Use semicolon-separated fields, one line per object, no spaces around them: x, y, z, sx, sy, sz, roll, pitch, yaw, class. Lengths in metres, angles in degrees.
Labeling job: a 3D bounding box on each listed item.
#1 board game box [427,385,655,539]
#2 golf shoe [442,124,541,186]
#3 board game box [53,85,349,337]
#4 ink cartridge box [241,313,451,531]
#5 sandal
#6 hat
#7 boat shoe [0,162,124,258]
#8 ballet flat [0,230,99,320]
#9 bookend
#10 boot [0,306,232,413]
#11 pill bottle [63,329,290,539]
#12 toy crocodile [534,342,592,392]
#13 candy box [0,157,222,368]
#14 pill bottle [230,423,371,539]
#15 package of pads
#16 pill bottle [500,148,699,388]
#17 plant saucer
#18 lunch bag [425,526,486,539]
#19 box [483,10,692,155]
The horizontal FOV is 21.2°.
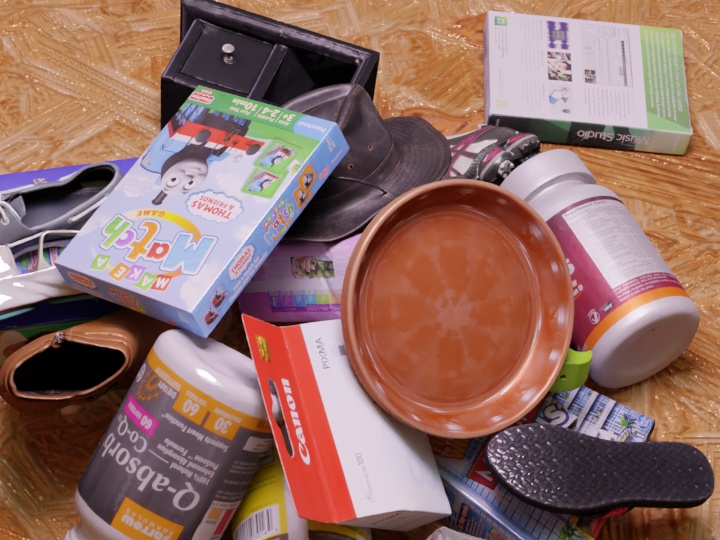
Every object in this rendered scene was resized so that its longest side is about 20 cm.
0.120;0.149;1.587;0.199;0.062;0.200;25;53;11;board game box
0.075;-0.074;1.762;0.199;0.077;0.088;-26;39;-28;golf shoe
-0.124;-0.051;1.510;0.151;0.037;0.200;18;61;35;board game box
-0.009;0.112;1.457;0.047;0.200;0.161;-23;72;19;ink cartridge box
0.187;0.167;1.523;0.199;0.045;0.075;7;56;-22;sandal
-0.029;-0.104;1.595;0.200;0.081;0.201;-13;29;7;hat
-0.287;-0.048;1.589;0.199;0.062;0.073;-12;55;-14;boat shoe
-0.264;0.004;1.546;0.199;0.070;0.070;-13;55;-19;ballet flat
-0.108;-0.133;1.759;0.199;0.092;0.199;19;52;8;bookend
-0.189;0.058;1.502;0.199;0.155;0.077;-15;88;-10;boot
-0.145;0.155;1.453;0.116;0.116;0.201;31;99;17;pill bottle
0.124;0.039;1.620;0.061;0.068;0.200;-12;29;-23;toy crocodile
-0.228;-0.006;1.652;0.199;0.077;0.170;-8;54;-11;candy box
-0.050;0.168;1.518;0.109;0.109;0.201;0;52;-8;pill bottle
0.000;0.000;1.600;0.120;0.076;0.199;-16;8;-41;package of pads
0.203;-0.005;1.688;0.109;0.110;0.200;-18;56;-21;pill bottle
0.075;0.030;1.498;0.199;0.032;0.201;0;89;-25;plant saucer
0.104;0.306;1.421;0.167;0.139;0.201;20;51;-12;lunch bag
0.220;-0.184;1.881;0.199;0.036;0.145;5;51;-2;box
